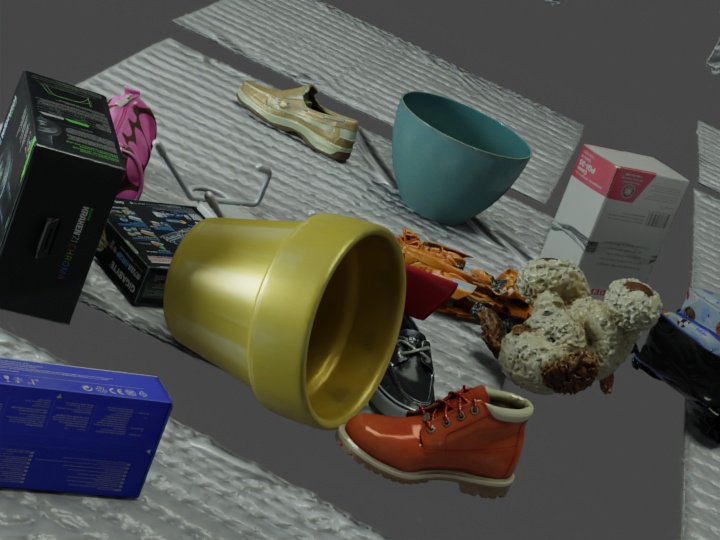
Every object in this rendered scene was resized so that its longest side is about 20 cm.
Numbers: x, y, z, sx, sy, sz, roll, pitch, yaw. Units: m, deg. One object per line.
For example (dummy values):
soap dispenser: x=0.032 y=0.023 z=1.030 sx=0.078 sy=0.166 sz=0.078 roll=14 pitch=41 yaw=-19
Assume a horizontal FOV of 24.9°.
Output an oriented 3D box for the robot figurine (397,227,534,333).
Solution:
robot figurine: x=0.132 y=0.019 z=2.007 sx=0.198 sy=0.059 sz=0.145 roll=20 pitch=22 yaw=-8

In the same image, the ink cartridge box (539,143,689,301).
ink cartridge box: x=0.336 y=-0.056 z=2.209 sx=0.145 sy=0.202 sz=0.083 roll=7 pitch=22 yaw=-38

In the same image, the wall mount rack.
wall mount rack: x=-0.140 y=-0.074 z=1.785 sx=0.172 sy=0.075 sz=0.200 roll=5 pitch=27 yaw=-43

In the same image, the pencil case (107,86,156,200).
pencil case: x=-0.283 y=-0.140 z=1.899 sx=0.090 sy=0.094 sz=0.200 roll=19 pitch=22 yaw=-12

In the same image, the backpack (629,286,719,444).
backpack: x=0.463 y=0.116 z=2.020 sx=0.189 sy=0.155 sz=0.200 roll=22 pitch=15 yaw=-34

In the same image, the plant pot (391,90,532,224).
plant pot: x=0.123 y=-0.145 z=2.285 sx=0.198 sy=0.136 sz=0.201 roll=21 pitch=21 yaw=-8

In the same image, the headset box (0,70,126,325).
headset box: x=-0.306 y=-0.069 z=1.591 sx=0.092 sy=0.176 sz=0.200 roll=15 pitch=24 yaw=-23

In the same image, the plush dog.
plush dog: x=0.232 y=0.088 z=1.888 sx=0.171 sy=0.163 sz=0.199 roll=-19 pitch=26 yaw=-36

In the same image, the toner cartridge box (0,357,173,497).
toner cartridge box: x=-0.256 y=0.124 z=1.293 sx=0.198 sy=0.096 sz=0.043 roll=10 pitch=24 yaw=-33

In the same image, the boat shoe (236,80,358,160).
boat shoe: x=-0.086 y=-0.237 z=2.363 sx=0.199 sy=0.077 sz=0.072 roll=29 pitch=22 yaw=14

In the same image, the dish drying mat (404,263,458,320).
dish drying mat: x=0.000 y=0.000 z=1.701 sx=0.198 sy=0.077 sz=0.018 roll=21 pitch=55 yaw=-23

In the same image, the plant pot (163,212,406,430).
plant pot: x=-0.081 y=0.032 z=1.586 sx=0.187 sy=0.203 sz=0.200 roll=17 pitch=16 yaw=25

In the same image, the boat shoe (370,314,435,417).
boat shoe: x=0.046 y=0.096 z=1.718 sx=0.071 sy=0.068 sz=0.200 roll=17 pitch=22 yaw=-16

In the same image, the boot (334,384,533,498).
boot: x=0.074 y=0.149 z=1.570 sx=0.198 sy=0.108 sz=0.075 roll=11 pitch=26 yaw=-27

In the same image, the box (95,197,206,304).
box: x=-0.190 y=-0.018 z=1.770 sx=0.198 sy=0.046 sz=0.159 roll=5 pitch=28 yaw=-41
